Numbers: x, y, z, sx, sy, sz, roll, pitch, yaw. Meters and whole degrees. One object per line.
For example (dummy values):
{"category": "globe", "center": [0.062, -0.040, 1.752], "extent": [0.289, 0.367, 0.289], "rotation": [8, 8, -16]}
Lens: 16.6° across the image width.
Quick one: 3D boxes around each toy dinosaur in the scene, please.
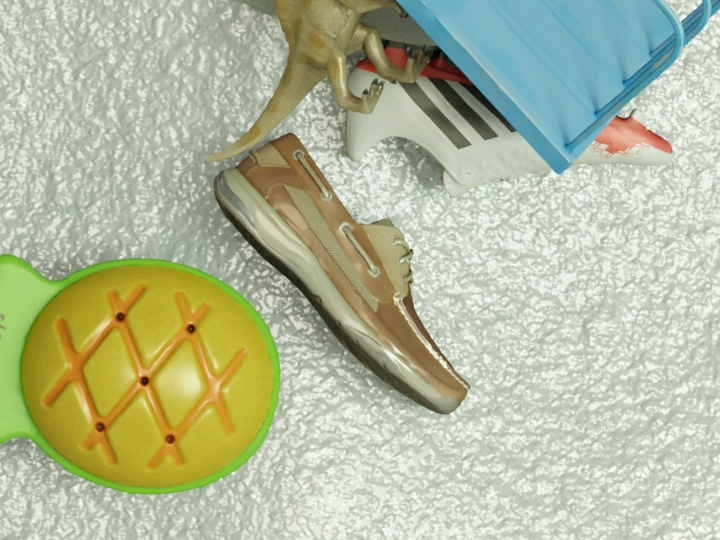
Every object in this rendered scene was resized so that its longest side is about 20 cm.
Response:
{"category": "toy dinosaur", "center": [-0.016, -0.135, 1.440], "extent": [0.101, 0.058, 0.200], "rotation": [34, 119, 25]}

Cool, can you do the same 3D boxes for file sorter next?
{"category": "file sorter", "center": [0.140, -0.178, 1.415], "extent": [0.139, 0.200, 0.123], "rotation": [47, 129, -2]}

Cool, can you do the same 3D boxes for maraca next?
{"category": "maraca", "center": [-0.146, 0.058, 1.441], "extent": [0.199, 0.107, 0.137], "rotation": [9, 87, -3]}

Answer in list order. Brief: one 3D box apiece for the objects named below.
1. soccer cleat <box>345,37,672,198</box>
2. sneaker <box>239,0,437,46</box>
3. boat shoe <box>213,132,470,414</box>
{"category": "soccer cleat", "center": [0.087, -0.079, 1.491], "extent": [0.200, 0.069, 0.085], "rotation": [15, 94, 0]}
{"category": "sneaker", "center": [-0.016, -0.205, 1.493], "extent": [0.200, 0.071, 0.099], "rotation": [19, 53, 17]}
{"category": "boat shoe", "center": [0.000, 0.000, 1.474], "extent": [0.072, 0.076, 0.200], "rotation": [-43, 92, -7]}
